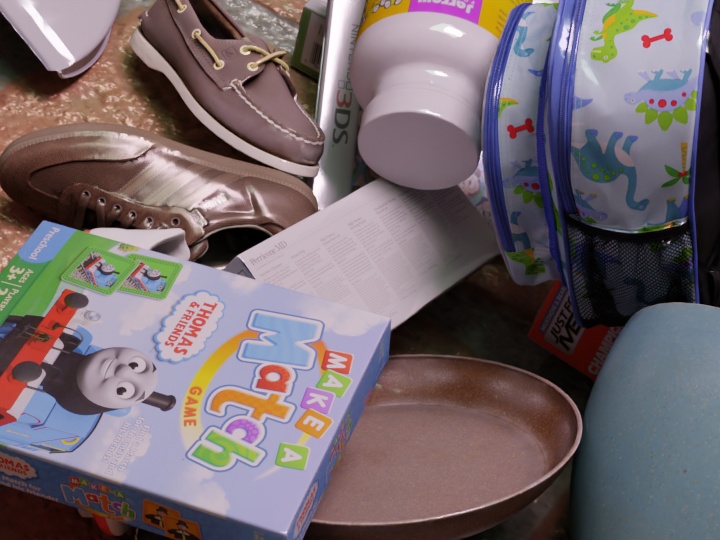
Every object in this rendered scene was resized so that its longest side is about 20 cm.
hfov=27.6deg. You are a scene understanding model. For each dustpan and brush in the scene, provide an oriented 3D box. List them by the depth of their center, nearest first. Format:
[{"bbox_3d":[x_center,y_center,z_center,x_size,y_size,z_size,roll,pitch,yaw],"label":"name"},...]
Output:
[{"bbox_3d":[-0.204,-0.216,1.049,0.140,0.057,0.200,51,47,-2],"label":"dustpan and brush"}]

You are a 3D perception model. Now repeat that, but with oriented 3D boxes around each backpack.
[{"bbox_3d":[0.146,-0.084,0.813,0.147,0.200,0.183,5,47,17],"label":"backpack"}]

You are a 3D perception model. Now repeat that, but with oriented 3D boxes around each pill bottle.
[{"bbox_3d":[0.052,-0.150,0.910,0.104,0.104,0.200,14,57,-3],"label":"pill bottle"}]

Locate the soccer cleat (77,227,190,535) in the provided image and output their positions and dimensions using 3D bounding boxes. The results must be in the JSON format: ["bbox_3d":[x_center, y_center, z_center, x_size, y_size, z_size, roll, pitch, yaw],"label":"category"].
[{"bbox_3d":[-0.124,0.051,0.798,0.085,0.069,0.200,-10,47,-2],"label":"soccer cleat"}]

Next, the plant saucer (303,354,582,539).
[{"bbox_3d":[0.017,0.097,0.779,0.200,0.032,0.200,-4,21,2],"label":"plant saucer"}]

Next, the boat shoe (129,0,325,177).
[{"bbox_3d":[-0.083,-0.131,0.974,0.072,0.060,0.200,12,25,-46],"label":"boat shoe"}]

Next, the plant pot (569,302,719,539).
[{"bbox_3d":[0.186,0.132,0.755,0.200,0.200,0.135,34,69,16],"label":"plant pot"}]

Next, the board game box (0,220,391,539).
[{"bbox_3d":[-0.102,0.056,0.724,0.200,0.037,0.151,16,43,11],"label":"board game box"}]

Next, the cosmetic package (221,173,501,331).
[{"bbox_3d":[0.000,0.000,0.869,0.083,0.051,0.200,55,41,3],"label":"cosmetic package"}]

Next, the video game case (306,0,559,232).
[{"bbox_3d":[0.069,-0.108,0.994,0.200,0.024,0.182,8,75,-10],"label":"video game case"}]

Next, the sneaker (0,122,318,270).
[{"bbox_3d":[-0.122,-0.035,0.890,0.200,0.070,0.076,8,48,-9],"label":"sneaker"}]

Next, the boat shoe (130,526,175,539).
[{"bbox_3d":[-0.069,0.162,0.673,0.066,0.070,0.200,1,24,-35],"label":"boat shoe"}]

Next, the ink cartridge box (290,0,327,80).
[{"bbox_3d":[0.045,-0.197,1.107,0.104,0.059,0.200,31,46,13],"label":"ink cartridge box"}]

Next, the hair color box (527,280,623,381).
[{"bbox_3d":[0.217,0.052,0.903,0.200,0.064,0.111,32,34,16],"label":"hair color box"}]
